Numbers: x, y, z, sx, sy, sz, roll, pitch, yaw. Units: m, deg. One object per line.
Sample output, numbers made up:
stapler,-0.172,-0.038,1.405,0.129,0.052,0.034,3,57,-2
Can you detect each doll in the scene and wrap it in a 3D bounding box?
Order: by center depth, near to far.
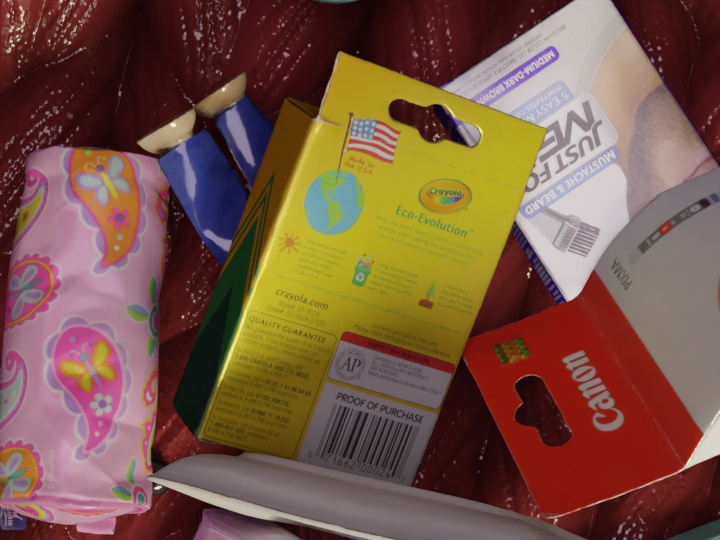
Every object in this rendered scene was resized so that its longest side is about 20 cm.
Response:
doll,-0.031,-0.006,0.986,0.136,0.048,0.201,-37,101,-32

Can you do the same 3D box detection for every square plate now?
square plate,0.027,0.122,0.884,0.196,0.200,0.029,10,80,25

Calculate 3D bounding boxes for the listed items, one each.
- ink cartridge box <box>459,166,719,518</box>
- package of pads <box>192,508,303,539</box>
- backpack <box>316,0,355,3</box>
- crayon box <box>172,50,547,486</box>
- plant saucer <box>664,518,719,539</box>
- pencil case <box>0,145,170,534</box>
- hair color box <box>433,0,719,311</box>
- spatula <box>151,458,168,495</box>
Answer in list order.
ink cartridge box,0.151,0.021,0.879,0.198,0.163,0.051,-20,121,-2
package of pads,-0.021,0.209,0.933,0.199,0.075,0.122,22,90,40
backpack,0.008,-0.242,0.966,0.199,0.151,0.178,-35,83,-7
crayon box,0.000,0.000,0.927,0.126,0.051,0.202,18,99,-25
plant saucer,0.143,0.188,0.977,0.198,0.019,0.071,-19,86,-13
pencil case,-0.145,0.036,0.978,0.086,0.087,0.203,1,79,3
hair color box,0.135,-0.038,0.992,0.109,0.065,0.201,-33,87,-1
spatula,-0.198,0.086,1.017,0.198,0.021,0.057,18,82,-1
